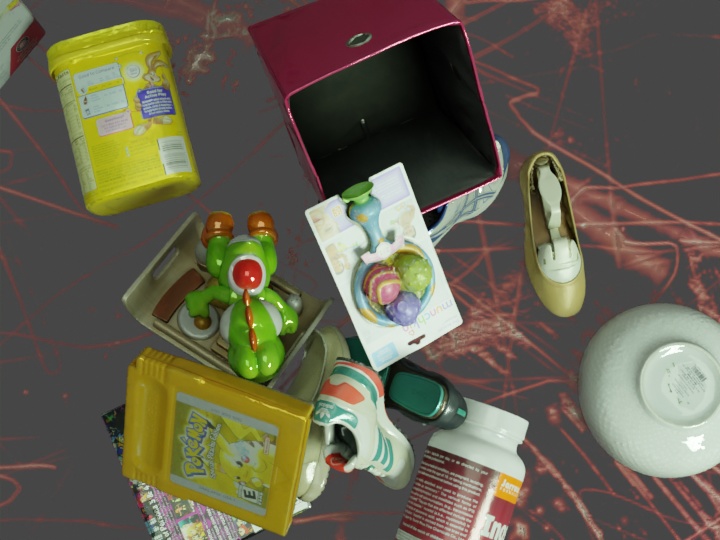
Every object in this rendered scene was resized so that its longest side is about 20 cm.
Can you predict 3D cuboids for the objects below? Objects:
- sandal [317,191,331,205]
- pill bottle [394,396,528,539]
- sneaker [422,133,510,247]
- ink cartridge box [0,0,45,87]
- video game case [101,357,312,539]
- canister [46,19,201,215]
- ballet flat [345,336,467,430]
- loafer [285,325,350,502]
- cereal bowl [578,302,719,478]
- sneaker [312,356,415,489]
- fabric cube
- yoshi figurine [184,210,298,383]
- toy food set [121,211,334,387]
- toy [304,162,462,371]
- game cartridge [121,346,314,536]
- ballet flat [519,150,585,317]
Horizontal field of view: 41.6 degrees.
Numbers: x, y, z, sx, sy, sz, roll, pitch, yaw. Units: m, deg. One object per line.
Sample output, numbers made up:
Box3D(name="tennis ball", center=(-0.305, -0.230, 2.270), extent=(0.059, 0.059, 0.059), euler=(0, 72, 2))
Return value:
Box3D(name="sandal", center=(0.000, 0.000, 1.115), extent=(0.043, 0.076, 0.201), euler=(-34, 67, 25))
Box3D(name="pill bottle", center=(0.113, 0.247, 1.036), extent=(0.112, 0.113, 0.201), euler=(19, 81, 5))
Box3D(name="sneaker", center=(0.107, -0.090, 1.115), extent=(0.075, 0.088, 0.200), euler=(42, 81, 10))
Box3D(name="ink cartridge box", center=(-0.475, -0.289, 1.108), extent=(0.083, 0.200, 0.146), euler=(36, 82, 7))
Box3D(name="video game case", center=(-0.176, 0.218, 1.087), extent=(0.180, 0.036, 0.201), euler=(-26, 80, -5))
Box3D(name="canister", center=(-0.283, -0.181, 1.142), extent=(0.147, 0.087, 0.201), euler=(-15, 80, -2))
Box3D(name="ballet flat", center=(0.047, 0.129, 1.062), extent=(0.199, 0.073, 0.073), euler=(21, 76, 50))
Box3D(name="loafer", center=(-0.061, 0.153, 1.059), extent=(0.068, 0.076, 0.201), euler=(19, 65, -24))
Box3D(name="cereal bowl", center=(0.350, 0.132, 1.070), extent=(0.198, 0.083, 0.202), euler=(0, 79, 2))
Box3D(name="sneaker", center=(-0.003, 0.188, 1.016), extent=(0.070, 0.201, 0.094), euler=(10, 48, 32))
Box3D(name="fabric cube", center=(0.013, -0.186, 1.039), extent=(0.195, 0.201, 0.200), euler=(-23, 37, -2))
Box3D(name="yoshi figurine", center=(-0.124, 0.039, 1.034), extent=(0.112, 0.112, 0.201), euler=(-29, 52, 24))
Box3D(name="toy food set", center=(-0.150, 0.036, 1.089), extent=(0.199, 0.061, 0.144), euler=(31, 63, 7))
Box3D(name="toy", center=(0.034, 0.003, 0.986), extent=(0.115, 0.047, 0.201), euler=(-28, 110, -11))
Box3D(name="game cartridge", center=(-0.156, 0.182, 1.000), extent=(0.199, 0.032, 0.177), euler=(17, 122, 8))
Box3D(name="ballet flat", center=(0.224, -0.046, 1.116), extent=(0.068, 0.063, 0.202), euler=(-11, 79, -1))
